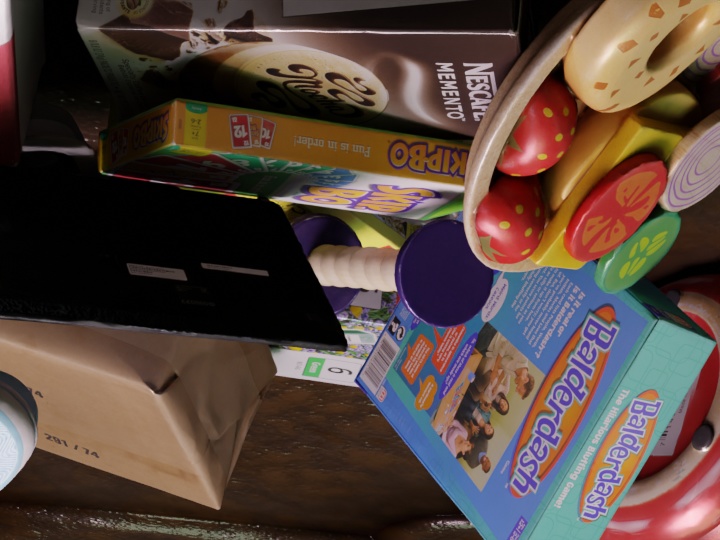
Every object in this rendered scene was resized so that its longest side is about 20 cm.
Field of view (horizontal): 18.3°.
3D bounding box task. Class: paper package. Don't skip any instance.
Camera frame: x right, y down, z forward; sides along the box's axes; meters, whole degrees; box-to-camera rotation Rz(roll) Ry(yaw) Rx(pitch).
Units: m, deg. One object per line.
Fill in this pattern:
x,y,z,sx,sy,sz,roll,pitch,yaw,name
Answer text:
-0.167,0.037,1.316,0.198,0.104,0.191,16,156,16,paper package

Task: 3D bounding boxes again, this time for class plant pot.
0.233,0.112,1.364,0.182,0.202,0.200,30,147,-30,plant pot

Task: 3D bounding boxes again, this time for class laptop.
-0.124,0.012,1.051,0.176,0.200,0.104,6,120,-23,laptop

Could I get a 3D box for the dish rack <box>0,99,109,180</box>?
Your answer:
-0.220,-0.034,1.122,0.198,0.044,0.172,-11,159,1,dish rack

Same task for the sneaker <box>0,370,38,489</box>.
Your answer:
-0.204,0.045,1.007,0.198,0.131,0.080,-7,121,33,sneaker

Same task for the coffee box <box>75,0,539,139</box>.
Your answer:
-0.018,-0.118,1.031,0.198,0.081,0.113,1,158,10,coffee box

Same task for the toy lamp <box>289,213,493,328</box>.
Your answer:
0.000,0.000,1.137,0.058,0.059,0.200,16,177,-23,toy lamp

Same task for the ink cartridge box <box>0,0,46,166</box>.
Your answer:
-0.245,-0.132,0.989,0.198,0.083,0.148,5,134,0,ink cartridge box

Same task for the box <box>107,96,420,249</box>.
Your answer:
-0.048,-0.056,1.213,0.075,0.051,0.200,-12,151,31,box

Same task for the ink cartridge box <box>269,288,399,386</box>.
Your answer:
0.007,0.033,1.401,0.198,0.051,0.109,9,155,-6,ink cartridge box

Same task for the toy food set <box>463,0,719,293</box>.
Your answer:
0.129,-0.073,1.028,0.197,0.049,0.201,5,125,-57,toy food set

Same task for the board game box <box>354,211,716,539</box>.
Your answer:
0.086,0.049,1.181,0.045,0.153,0.200,21,-164,-33,board game box

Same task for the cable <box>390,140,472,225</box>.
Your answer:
-0.004,-0.066,1.158,0.198,0.051,0.097,7,152,-23,cable

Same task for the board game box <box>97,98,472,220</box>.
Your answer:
-0.017,-0.050,1.065,0.198,0.030,0.095,4,172,-28,board game box
